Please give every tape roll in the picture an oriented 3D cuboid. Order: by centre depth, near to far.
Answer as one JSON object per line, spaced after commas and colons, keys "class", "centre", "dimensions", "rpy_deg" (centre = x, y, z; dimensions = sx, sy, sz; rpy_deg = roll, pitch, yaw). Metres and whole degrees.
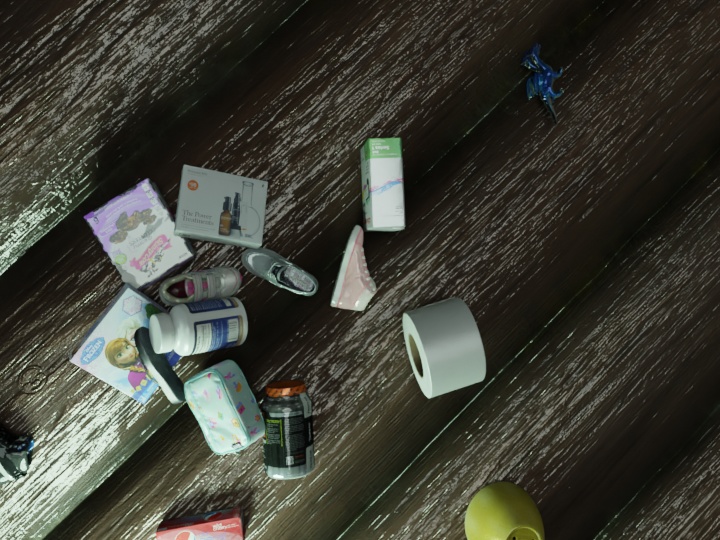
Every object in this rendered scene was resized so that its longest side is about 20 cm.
{"class": "tape roll", "centre": [0.192, 0.180, 1.393], "dimensions": [0.136, 0.203, 0.208], "rpy_deg": [-16, 92, -8]}

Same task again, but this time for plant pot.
{"class": "plant pot", "centre": [0.369, 0.642, 1.450], "dimensions": [0.194, 0.142, 0.206], "rpy_deg": [0, 90, -8]}

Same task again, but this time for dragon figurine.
{"class": "dragon figurine", "centre": [0.454, -0.464, 1.499], "dimensions": [0.097, 0.059, 0.206], "rpy_deg": [2, 89, -8]}

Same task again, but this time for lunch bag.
{"class": "lunch bag", "centre": [-0.313, 0.319, 1.353], "dimensions": [0.158, 0.077, 0.204], "rpy_deg": [-24, 91, 34]}

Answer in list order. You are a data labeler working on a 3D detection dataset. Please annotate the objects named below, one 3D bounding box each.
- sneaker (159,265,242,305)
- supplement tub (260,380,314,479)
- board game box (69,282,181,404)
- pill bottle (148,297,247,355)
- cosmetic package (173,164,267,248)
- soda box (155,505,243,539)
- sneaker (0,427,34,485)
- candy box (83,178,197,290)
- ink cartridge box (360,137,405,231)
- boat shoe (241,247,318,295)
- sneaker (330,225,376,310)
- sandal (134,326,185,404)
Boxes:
{"class": "sneaker", "centre": [-0.370, 0.041, 1.368], "dimensions": [0.195, 0.088, 0.084], "rpy_deg": [-15, 92, -8]}
{"class": "supplement tub", "centre": [-0.169, 0.366, 1.381], "dimensions": [0.119, 0.122, 0.206], "rpy_deg": [-3, 91, -8]}
{"class": "board game box", "centre": [-0.506, 0.167, 1.335], "dimensions": [0.199, 0.041, 0.202], "rpy_deg": [41, 84, -31]}
{"class": "pill bottle", "centre": [-0.360, 0.126, 1.320], "dimensions": [0.196, 0.110, 0.114], "rpy_deg": [-6, 91, -38]}
{"class": "cosmetic package", "centre": [-0.317, -0.144, 1.360], "dimensions": [0.195, 0.051, 0.155], "rpy_deg": [8, 76, -22]}
{"class": "soda box", "centre": [-0.370, 0.612, 1.384], "dimensions": [0.194, 0.063, 0.072], "rpy_deg": [-8, 91, -7]}
{"class": "sneaker", "centre": [-0.795, 0.369, 1.323], "dimensions": [0.109, 0.073, 0.205], "rpy_deg": [-17, 101, -11]}
{"class": "candy box", "centre": [-0.497, -0.077, 1.357], "dimensions": [0.166, 0.071, 0.203], "rpy_deg": [-32, 95, -7]}
{"class": "ink cartridge box", "centre": [0.050, -0.196, 1.399], "dimensions": [0.082, 0.145, 0.206], "rpy_deg": [-3, 91, -7]}
{"class": "boat shoe", "centre": [-0.188, 0.001, 1.402], "dimensions": [0.197, 0.071, 0.071], "rpy_deg": [25, 87, -8]}
{"class": "sneaker", "centre": [0.000, 0.000, 1.427], "dimensions": [0.102, 0.075, 0.205], "rpy_deg": [15, 96, -3]}
{"class": "sandal", "centre": [-0.453, 0.219, 1.317], "dimensions": [0.042, 0.077, 0.204], "rpy_deg": [-17, 116, 6]}
